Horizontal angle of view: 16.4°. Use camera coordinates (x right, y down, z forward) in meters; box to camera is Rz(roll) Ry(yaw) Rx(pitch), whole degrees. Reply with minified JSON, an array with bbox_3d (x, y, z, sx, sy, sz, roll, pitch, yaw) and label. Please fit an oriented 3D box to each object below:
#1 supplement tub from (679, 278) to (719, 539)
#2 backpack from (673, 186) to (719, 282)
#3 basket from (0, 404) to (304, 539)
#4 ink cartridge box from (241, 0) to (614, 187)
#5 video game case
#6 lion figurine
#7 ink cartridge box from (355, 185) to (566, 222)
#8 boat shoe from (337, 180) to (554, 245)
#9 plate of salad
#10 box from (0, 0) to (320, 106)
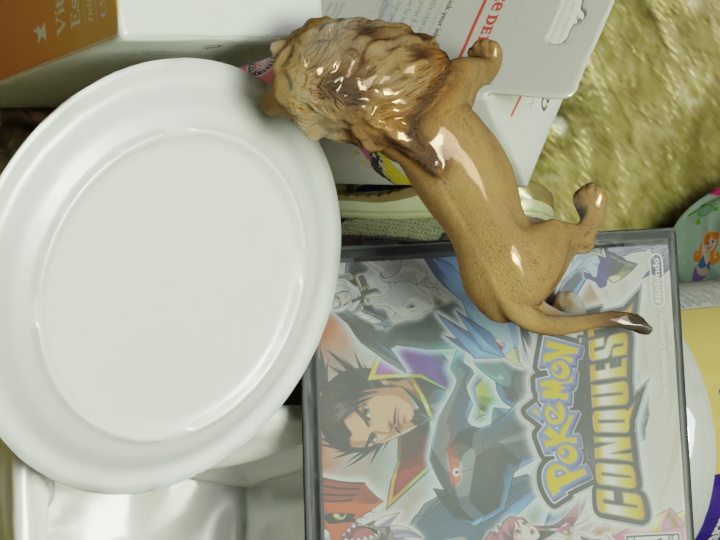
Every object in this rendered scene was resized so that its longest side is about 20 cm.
[{"bbox_3d":[0.167,0.078,1.281,0.200,0.145,0.146,-6,87,-33],"label":"supplement tub"},{"bbox_3d":[0.280,0.017,1.453,0.200,0.150,0.178,-16,94,-28],"label":"backpack"},{"bbox_3d":[-0.099,0.138,1.207,0.200,0.123,0.136,0,83,-33],"label":"basket"},{"bbox_3d":[0.038,-0.103,1.240,0.117,0.200,0.068,-65,144,-35],"label":"ink cartridge box"},{"bbox_3d":[0.063,0.083,1.167,0.180,0.026,0.201,-3,78,6],"label":"video game case"},{"bbox_3d":[0.047,-0.036,1.105,0.200,0.072,0.122,49,28,7],"label":"lion figurine"},{"bbox_3d":[0.060,0.031,1.348,0.200,0.076,0.137,19,75,-31],"label":"ink cartridge box"},{"bbox_3d":[0.001,0.000,1.257,0.072,0.200,0.066,53,30,-64],"label":"boat shoe"},{"bbox_3d":[-0.094,0.002,1.113,0.200,0.048,0.201,-13,112,-35],"label":"plate of salad"},{"bbox_3d":[-0.119,-0.166,1.180,0.106,0.200,0.153,-4,85,-34],"label":"box"}]
